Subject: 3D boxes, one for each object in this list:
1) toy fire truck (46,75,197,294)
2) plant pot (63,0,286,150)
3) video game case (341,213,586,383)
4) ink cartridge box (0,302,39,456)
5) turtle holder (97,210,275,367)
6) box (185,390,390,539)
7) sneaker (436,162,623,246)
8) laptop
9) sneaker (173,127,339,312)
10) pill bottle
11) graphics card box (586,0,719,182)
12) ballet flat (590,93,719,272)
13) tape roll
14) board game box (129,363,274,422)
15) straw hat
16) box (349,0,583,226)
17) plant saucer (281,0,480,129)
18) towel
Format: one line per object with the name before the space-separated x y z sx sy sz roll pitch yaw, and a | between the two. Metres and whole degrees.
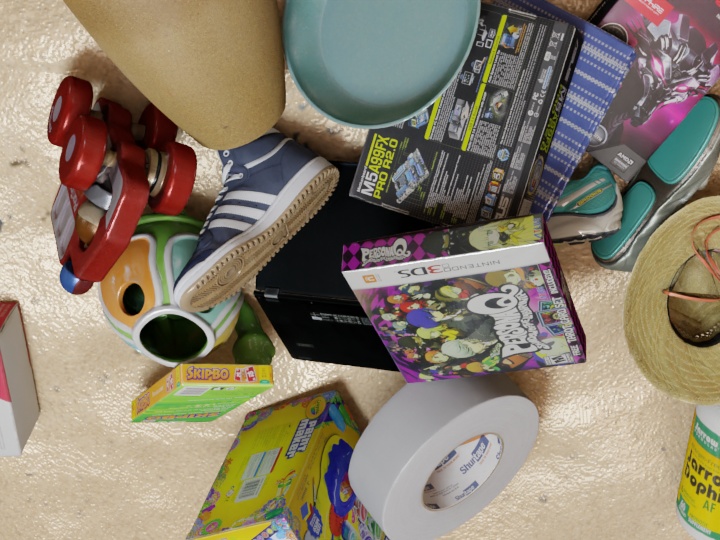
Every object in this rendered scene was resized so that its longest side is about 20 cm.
toy fire truck | -0.240 -0.071 1.185 0.111 0.201 0.169 14 116 -28
plant pot | -0.146 -0.214 1.129 0.184 0.188 0.201 -16 130 11
video game case | 0.098 0.031 1.145 0.179 0.036 0.201 -8 144 17
ink cartridge box | -0.454 0.117 1.347 0.197 0.086 0.149 0 117 5
turtle holder | -0.178 0.036 1.260 0.139 0.133 0.187 -20 130 5
box | -0.057 0.271 1.329 0.121 0.201 0.194 -17 116 25
sneaker | 0.155 -0.060 1.244 0.197 0.077 0.081 -7 83 14
laptop | 0.000 0.000 1.274 0.185 0.117 0.201 6 147 22
sneaker | -0.124 -0.056 1.201 0.108 0.200 0.070 39 160 19
pill bottle | 0.396 0.181 1.319 0.111 0.113 0.202 4 118 1
graphics card box | 0.261 -0.196 1.170 0.125 0.051 0.200 35 114 -12
ballet flat | 0.297 -0.081 1.229 0.063 0.068 0.201 14 121 -35
tape roll | 0.086 0.184 1.301 0.199 0.066 0.202 -27 141 -23
board game box | -0.167 0.128 1.299 0.094 0.030 0.200 3 160 -25
straw hat | 0.334 0.023 1.251 0.198 0.085 0.204 -2 101 -8
box | 0.094 -0.138 1.140 0.158 0.044 0.203 18 94 21
plant saucer | 0.022 -0.223 1.130 0.198 0.036 0.203 -3 84 29
towel | 0.144 -0.141 1.156 0.144 0.024 0.202 31 99 18
